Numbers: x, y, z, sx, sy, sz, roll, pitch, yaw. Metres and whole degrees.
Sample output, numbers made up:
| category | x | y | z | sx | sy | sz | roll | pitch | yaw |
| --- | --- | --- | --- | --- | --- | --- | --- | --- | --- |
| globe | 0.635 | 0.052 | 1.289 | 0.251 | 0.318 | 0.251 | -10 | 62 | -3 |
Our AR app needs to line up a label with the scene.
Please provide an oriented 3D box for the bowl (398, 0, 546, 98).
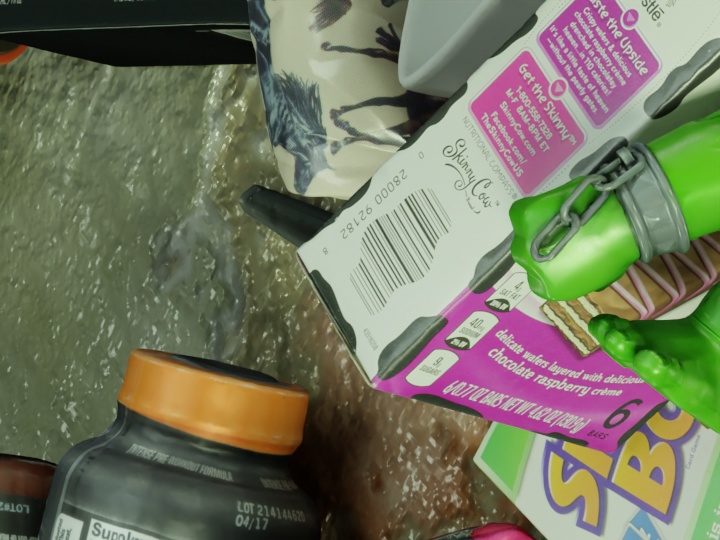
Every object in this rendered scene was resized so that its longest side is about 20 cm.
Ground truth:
| category | x | y | z | sx | sy | sz | roll | pitch | yaw |
| --- | --- | --- | --- | --- | --- | --- | --- | --- | --- |
| bowl | 0.092 | -0.158 | 0.970 | 0.200 | 0.074 | 0.201 | 131 | 158 | -59 |

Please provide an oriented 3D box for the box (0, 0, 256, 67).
| category | x | y | z | sx | sy | sz | roll | pitch | yaw |
| --- | --- | --- | --- | --- | --- | --- | --- | --- | --- |
| box | -0.062 | -0.159 | 1.209 | 0.200 | 0.079 | 0.142 | 5 | 86 | 51 |

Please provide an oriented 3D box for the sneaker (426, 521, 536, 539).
| category | x | y | z | sx | sy | sz | roll | pitch | yaw |
| --- | --- | --- | --- | --- | --- | --- | --- | --- | --- |
| sneaker | -0.003 | 0.140 | 0.977 | 0.075 | 0.200 | 0.081 | -36 | 96 | 35 |

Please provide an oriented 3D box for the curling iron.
| category | x | y | z | sx | sy | sz | roll | pitch | yaw |
| --- | --- | --- | --- | --- | --- | --- | --- | --- | --- |
| curling iron | 0.000 | 0.000 | 1.117 | 0.200 | 0.049 | 0.026 | -140 | 41 | -56 |

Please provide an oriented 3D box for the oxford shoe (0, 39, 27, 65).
| category | x | y | z | sx | sy | sz | roll | pitch | yaw |
| --- | --- | --- | --- | --- | --- | --- | --- | --- | --- |
| oxford shoe | -0.160 | -0.187 | 1.311 | 0.072 | 0.071 | 0.201 | 7 | 67 | 36 |

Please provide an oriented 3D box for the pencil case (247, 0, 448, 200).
| category | x | y | z | sx | sy | sz | roll | pitch | yaw |
| --- | --- | --- | --- | --- | --- | --- | --- | --- | --- |
| pencil case | 0.001 | -0.118 | 1.080 | 0.078 | 0.089 | 0.201 | -179 | 80 | -67 |

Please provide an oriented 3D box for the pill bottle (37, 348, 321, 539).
| category | x | y | z | sx | sy | sz | roll | pitch | yaw |
| --- | --- | --- | --- | --- | --- | --- | --- | --- | --- |
| pill bottle | -0.076 | 0.133 | 1.123 | 0.106 | 0.106 | 0.201 | 16 | 91 | 51 |

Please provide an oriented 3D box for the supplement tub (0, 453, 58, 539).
| category | x | y | z | sx | sy | sz | roll | pitch | yaw |
| --- | --- | --- | --- | --- | --- | --- | --- | --- | --- |
| supplement tub | -0.165 | 0.181 | 1.216 | 0.107 | 0.107 | 0.201 | -17 | 67 | 47 |

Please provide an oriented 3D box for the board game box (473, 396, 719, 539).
| category | x | y | z | sx | sy | sz | roll | pitch | yaw |
| --- | --- | --- | --- | --- | --- | --- | --- | --- | --- |
| board game box | 0.108 | 0.069 | 0.983 | 0.200 | 0.030 | 0.096 | 47 | 115 | 48 |

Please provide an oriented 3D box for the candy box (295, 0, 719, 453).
| category | x | y | z | sx | sy | sz | roll | pitch | yaw |
| --- | --- | --- | --- | --- | --- | --- | --- | --- | --- |
| candy box | 0.097 | -0.036 | 0.911 | 0.200 | 0.136 | 0.061 | -46 | 55 | 21 |

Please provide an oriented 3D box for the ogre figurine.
| category | x | y | z | sx | sy | sz | roll | pitch | yaw |
| --- | --- | --- | --- | --- | --- | --- | --- | --- | --- |
| ogre figurine | 0.150 | 0.011 | 0.845 | 0.200 | 0.098 | 0.120 | 39 | 94 | 8 |
